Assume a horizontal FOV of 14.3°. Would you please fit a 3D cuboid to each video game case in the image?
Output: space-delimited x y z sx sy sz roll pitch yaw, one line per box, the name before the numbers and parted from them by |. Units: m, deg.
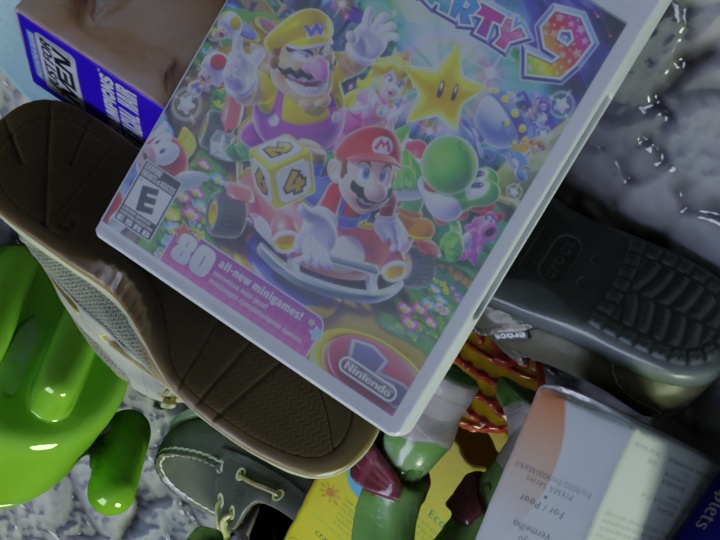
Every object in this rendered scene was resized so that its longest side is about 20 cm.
video game case | 0.008 -0.061 1.050 0.143 0.200 0.018 33 -170 15

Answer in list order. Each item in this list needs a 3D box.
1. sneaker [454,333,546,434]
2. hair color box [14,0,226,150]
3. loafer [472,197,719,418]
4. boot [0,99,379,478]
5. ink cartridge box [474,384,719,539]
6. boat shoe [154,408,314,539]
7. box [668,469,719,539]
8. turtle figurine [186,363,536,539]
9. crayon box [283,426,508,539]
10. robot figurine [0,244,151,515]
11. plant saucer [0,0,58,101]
sneaker | 0.000 0.000 1.273 0.200 0.073 0.077 37 -175 1
hair color box | -0.024 -0.076 1.122 0.200 0.109 0.065 32 161 16
loafer | 0.060 0.005 1.176 0.200 0.075 0.070 31 146 19
boot | -0.063 0.025 1.171 0.200 0.072 0.155 39 169 17
ink cartridge box | 0.076 0.154 1.181 0.050 0.200 0.162 26 180 23
boat shoe | -0.040 0.123 1.486 0.201 0.060 0.072 15 142 40
box | 0.238 0.185 1.175 0.200 0.105 0.184 10 140 44
turtle figurine | 0.001 0.122 1.241 0.144 0.194 0.200 29 -172 1
crayon box | 0.035 0.134 1.348 0.127 0.051 0.200 41 127 18
robot figurine | -0.190 0.059 1.526 0.175 0.116 0.200 23 154 -10
plant saucer | -0.153 -0.136 1.251 0.201 0.039 0.201 48 168 14
